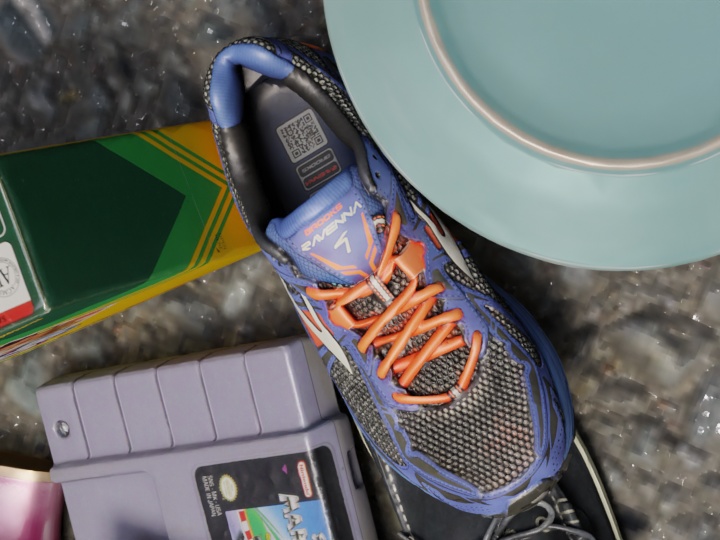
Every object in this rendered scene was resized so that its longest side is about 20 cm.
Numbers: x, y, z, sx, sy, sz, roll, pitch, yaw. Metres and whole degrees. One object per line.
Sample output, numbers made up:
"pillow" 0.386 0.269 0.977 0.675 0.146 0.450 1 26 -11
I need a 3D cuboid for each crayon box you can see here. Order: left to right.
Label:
"crayon box" -0.155 0.012 0.773 0.200 0.173 0.058 -22 88 24

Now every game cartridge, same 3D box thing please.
"game cartridge" -0.047 0.129 0.818 0.129 0.038 0.200 -11 96 37

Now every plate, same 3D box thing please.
"plate" 0.086 -0.100 0.703 0.200 0.026 0.201 0 90 4

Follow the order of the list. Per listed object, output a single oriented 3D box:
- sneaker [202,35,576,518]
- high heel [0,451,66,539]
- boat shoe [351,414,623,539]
"sneaker" 0.000 0.000 0.735 0.075 0.078 0.200 -39 70 8
"high heel" -0.213 0.112 0.874 0.200 0.067 0.096 8 94 7
"boat shoe" 0.055 0.103 0.768 0.075 0.062 0.200 -32 86 25
